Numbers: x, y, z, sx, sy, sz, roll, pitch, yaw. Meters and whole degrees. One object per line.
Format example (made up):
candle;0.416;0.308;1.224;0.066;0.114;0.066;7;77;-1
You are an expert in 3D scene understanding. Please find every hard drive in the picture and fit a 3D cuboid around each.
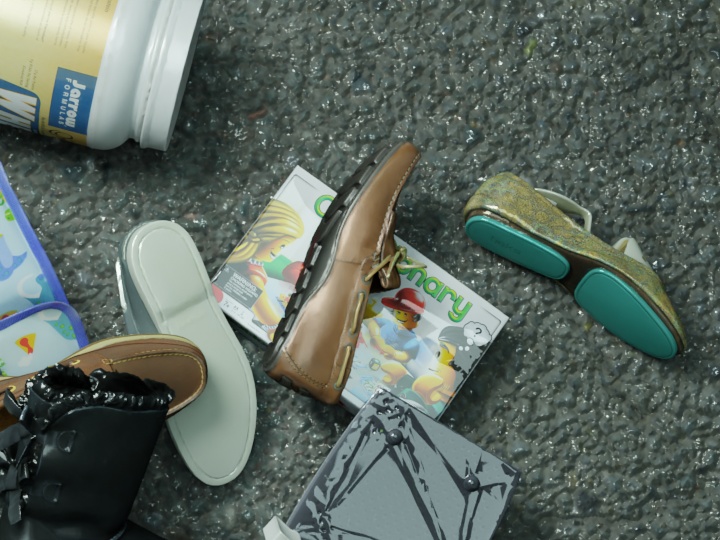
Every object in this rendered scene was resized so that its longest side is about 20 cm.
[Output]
hard drive;0.014;0.199;1.382;0.135;0.042;0.200;31;88;0

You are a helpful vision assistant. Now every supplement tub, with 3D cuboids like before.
supplement tub;-0.224;-0.171;1.396;0.200;0.145;0.145;15;76;-4

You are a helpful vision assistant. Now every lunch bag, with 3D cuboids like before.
lunch bag;-0.293;0.045;1.356;0.170;0.127;0.200;-26;98;-15

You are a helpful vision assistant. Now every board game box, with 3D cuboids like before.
board game box;-0.005;0.030;1.437;0.200;0.035;0.126;35;75;1

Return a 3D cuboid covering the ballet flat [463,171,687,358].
ballet flat;0.173;-0.010;1.459;0.200;0.071;0.071;32;75;0

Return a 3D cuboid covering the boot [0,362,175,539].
boot;-0.163;0.150;1.277;0.198;0.073;0.163;9;102;-40

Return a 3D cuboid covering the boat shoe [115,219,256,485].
boat shoe;-0.131;0.059;1.401;0.073;0.062;0.200;-21;101;-26

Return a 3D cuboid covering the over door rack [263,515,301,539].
over door rack;-0.041;0.269;1.313;0.200;0.067;0.148;41;92;-27

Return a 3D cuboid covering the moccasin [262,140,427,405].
moccasin;0.001;0.000;1.390;0.078;0.074;0.202;26;71;-11

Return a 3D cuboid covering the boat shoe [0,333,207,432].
boat shoe;-0.195;0.095;1.310;0.200;0.068;0.072;-13;105;-20
